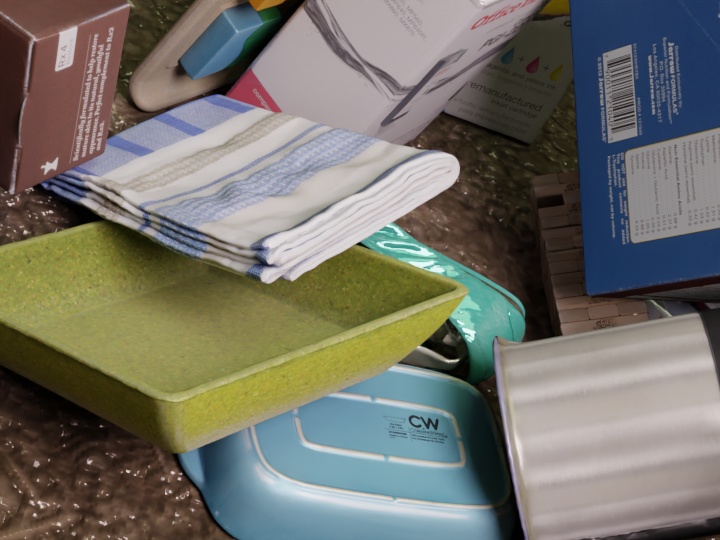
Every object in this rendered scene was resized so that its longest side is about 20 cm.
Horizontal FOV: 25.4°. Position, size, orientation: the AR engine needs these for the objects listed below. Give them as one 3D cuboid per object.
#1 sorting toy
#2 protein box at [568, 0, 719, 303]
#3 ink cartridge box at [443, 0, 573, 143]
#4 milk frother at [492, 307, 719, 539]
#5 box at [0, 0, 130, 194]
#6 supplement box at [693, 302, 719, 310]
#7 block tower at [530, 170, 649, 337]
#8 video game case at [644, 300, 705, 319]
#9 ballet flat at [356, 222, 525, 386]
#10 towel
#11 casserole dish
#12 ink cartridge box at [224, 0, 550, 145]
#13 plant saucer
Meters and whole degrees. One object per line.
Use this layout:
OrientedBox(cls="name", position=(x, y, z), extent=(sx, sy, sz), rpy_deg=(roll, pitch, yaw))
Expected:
OrientedBox(cls="sorting toy", position=(-0.031, -0.176, 0.963), extent=(0.037, 0.200, 0.185), rpy_deg=(52, 42, 8))
OrientedBox(cls="protein box", position=(0.232, -0.092, 0.862), extent=(0.134, 0.199, 0.200), rpy_deg=(3, 81, -37))
OrientedBox(cls="ink cartridge box", position=(0.097, -0.224, 1.097), extent=(0.146, 0.201, 0.145), rpy_deg=(18, 40, -15))
OrientedBox(cls="milk frother", position=(0.164, 0.086, 0.771), extent=(0.187, 0.200, 0.182), rpy_deg=(-11, 63, 7))
OrientedBox(cls="box", position=(-0.220, -0.142, 0.853), extent=(0.200, 0.101, 0.075), rpy_deg=(39, 43, 22))
OrientedBox(cls="supplement box", position=(0.308, 0.004, 1.036), extent=(0.200, 0.103, 0.131), rpy_deg=(42, 40, 13))
OrientedBox(cls="block tower", position=(0.142, 0.018, 0.972), extent=(0.057, 0.054, 0.201), rpy_deg=(-8, 44, 2))
OrientedBox(cls="video game case", position=(0.268, 0.015, 1.098), extent=(0.182, 0.023, 0.200), rpy_deg=(38, 39, 8))
OrientedBox(cls="ballet flat", position=(0.000, 0.000, 0.906), extent=(0.199, 0.067, 0.071), rpy_deg=(33, 53, 5))
OrientedBox(cls="towel", position=(-0.062, -0.052, 0.854), extent=(0.199, 0.024, 0.146), rpy_deg=(20, 38, 41))
OrientedBox(cls="casserole dish", position=(0.003, 0.092, 0.828), extent=(0.199, 0.039, 0.122), rpy_deg=(12, 43, -25))
OrientedBox(cls="ink cartridge box", position=(0.028, -0.146, 0.961), extent=(0.085, 0.200, 0.145), rpy_deg=(50, 41, 7))
OrientedBox(cls="plant saucer", position=(-0.083, 0.026, 0.783), extent=(0.199, 0.048, 0.199), rpy_deg=(21, 27, 39))
